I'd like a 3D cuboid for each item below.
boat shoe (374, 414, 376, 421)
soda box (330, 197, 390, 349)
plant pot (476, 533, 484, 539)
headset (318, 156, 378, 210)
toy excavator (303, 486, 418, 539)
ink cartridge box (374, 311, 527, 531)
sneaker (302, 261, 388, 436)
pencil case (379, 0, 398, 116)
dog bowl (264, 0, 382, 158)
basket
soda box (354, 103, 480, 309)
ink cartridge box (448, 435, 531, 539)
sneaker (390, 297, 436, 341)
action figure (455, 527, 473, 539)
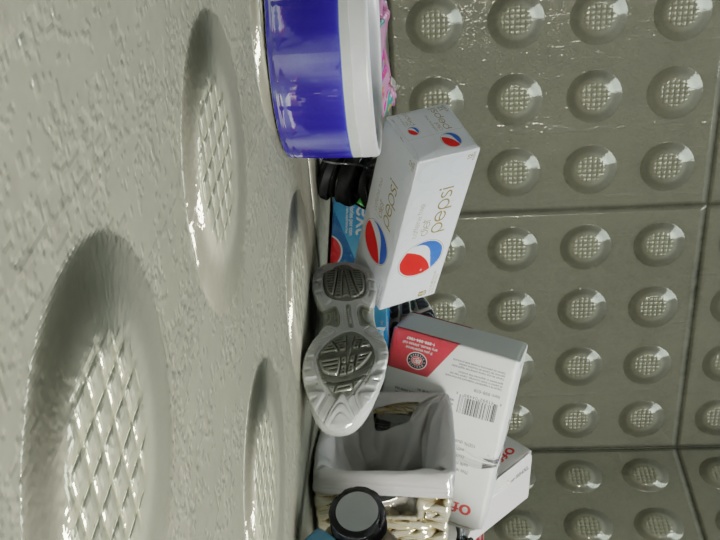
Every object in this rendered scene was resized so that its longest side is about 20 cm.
[{"bbox_3d":[0.007,0.160,1.235,0.201,0.071,0.066,85,16,-58],"label":"boat shoe"},{"bbox_3d":[0.000,0.000,1.172,0.065,0.067,0.203,82,7,-53],"label":"soda box"},{"bbox_3d":[0.088,0.336,1.503,0.200,0.179,0.204,-2,90,-88],"label":"plant pot"},{"bbox_3d":[0.013,-0.106,1.055,0.200,0.122,0.095,35,76,-57],"label":"headset"},{"bbox_3d":[-0.009,0.305,0.794,0.194,0.199,0.101,38,-27,32],"label":"toy excavator"},{"bbox_3d":[0.094,0.167,1.150,0.084,0.142,0.204,-30,133,-71],"label":"ink cartridge box"},{"bbox_3d":[-0.011,0.087,0.960,0.202,0.076,0.101,-85,176,-50],"label":"sneaker"},{"bbox_3d":[-0.003,-0.241,1.143,0.200,0.086,0.089,75,14,-69],"label":"pencil case"},{"bbox_3d":[-0.026,-0.194,0.845,0.200,0.077,0.204,-2,90,-86],"label":"dog bowl"},{"bbox_3d":[0.027,0.214,1.024,0.200,0.133,0.126,-76,165,-74],"label":"basket"},{"bbox_3d":[0.048,-0.056,0.968,0.064,0.067,0.202,58,-29,33],"label":"soda box"},{"bbox_3d":[0.106,0.257,1.354,0.145,0.199,0.086,-27,130,-34],"label":"ink cartridge box"},{"bbox_3d":[0.054,0.089,1.258,0.202,0.076,0.080,82,-8,-48],"label":"sneaker"},{"bbox_3d":[0.075,0.318,1.194,0.119,0.198,0.103,42,65,-40],"label":"action figure"}]
